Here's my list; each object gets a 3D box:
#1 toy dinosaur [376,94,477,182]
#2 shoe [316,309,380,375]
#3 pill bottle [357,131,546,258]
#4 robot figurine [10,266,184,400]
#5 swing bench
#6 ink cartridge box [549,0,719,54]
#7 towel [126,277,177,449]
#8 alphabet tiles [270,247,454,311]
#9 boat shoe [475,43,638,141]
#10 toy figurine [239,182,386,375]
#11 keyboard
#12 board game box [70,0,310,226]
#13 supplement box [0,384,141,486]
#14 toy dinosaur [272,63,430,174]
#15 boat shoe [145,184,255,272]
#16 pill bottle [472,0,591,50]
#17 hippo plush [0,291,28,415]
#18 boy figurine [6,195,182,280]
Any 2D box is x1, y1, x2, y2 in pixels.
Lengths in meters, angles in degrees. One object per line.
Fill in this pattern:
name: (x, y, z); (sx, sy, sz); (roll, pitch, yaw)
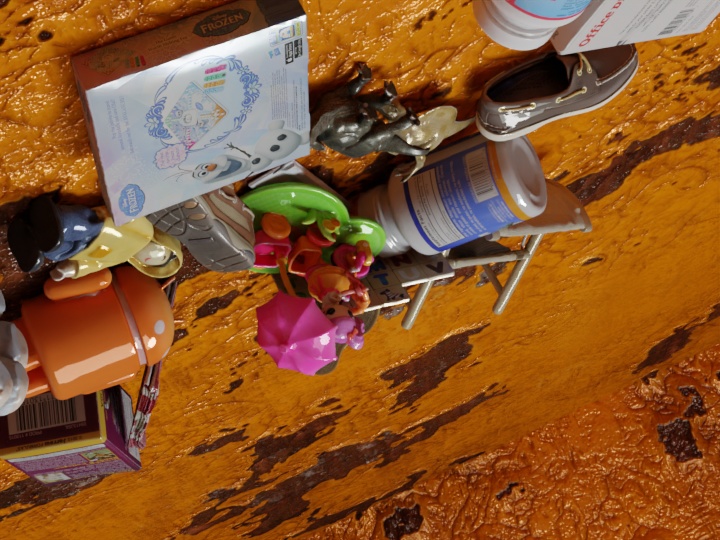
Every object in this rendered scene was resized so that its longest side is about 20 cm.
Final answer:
toy dinosaur: (0.071, -0.146, 1.657); (0.199, 0.059, 0.101); (-3, 150, -49)
shoe: (-0.029, 0.071, 2.134); (0.069, 0.054, 0.200); (18, 139, -17)
pill bottle: (0.101, -0.084, 1.755); (0.199, 0.113, 0.112); (-21, 165, 26)
robot figurine: (-0.286, 0.065, 1.663); (0.198, 0.145, 0.117); (-21, -171, -14)
swing bench: (0.144, -0.042, 1.931); (0.198, 0.130, 0.200); (-5, 147, -46)
ink cartridge box: (0.281, -0.292, 1.497); (0.199, 0.085, 0.146); (-14, 158, -33)
towel: (-0.243, 0.113, 1.831); (0.023, 0.145, 0.200); (12, 152, -8)
alphabet tiles: (0.000, 0.000, 1.789); (0.198, 0.167, 0.008); (-12, 121, -13)
boat shoe: (0.215, -0.206, 1.669); (0.199, 0.072, 0.060); (-24, 154, -10)
toy figurine: (-0.050, 0.028, 1.660); (0.198, 0.185, 0.150); (11, 138, -27)
keyboard: (-0.065, -0.084, 1.726); (0.056, 0.011, 0.200); (-24, 162, 12)
board game box: (-0.142, -0.142, 1.363); (0.198, 0.044, 0.201); (-22, 151, -14)
supplement box: (-0.354, 0.187, 1.880); (0.130, 0.104, 0.200); (-10, 161, 1)
toy dinosaur: (-0.007, -0.147, 1.548); (0.102, 0.078, 0.199); (-26, 165, 34)
boat shoe: (-0.163, -0.071, 1.540); (0.075, 0.072, 0.200); (-1, 152, 22)
pill bottle: (0.168, -0.282, 1.340); (0.108, 0.109, 0.200); (-16, 159, -25)
hippo plush: (-0.425, 0.091, 1.483); (0.160, 0.160, 0.200); (-29, 162, 8)
boy figurine: (-0.257, -0.027, 1.541); (0.124, 0.065, 0.199); (-38, 155, 25)
